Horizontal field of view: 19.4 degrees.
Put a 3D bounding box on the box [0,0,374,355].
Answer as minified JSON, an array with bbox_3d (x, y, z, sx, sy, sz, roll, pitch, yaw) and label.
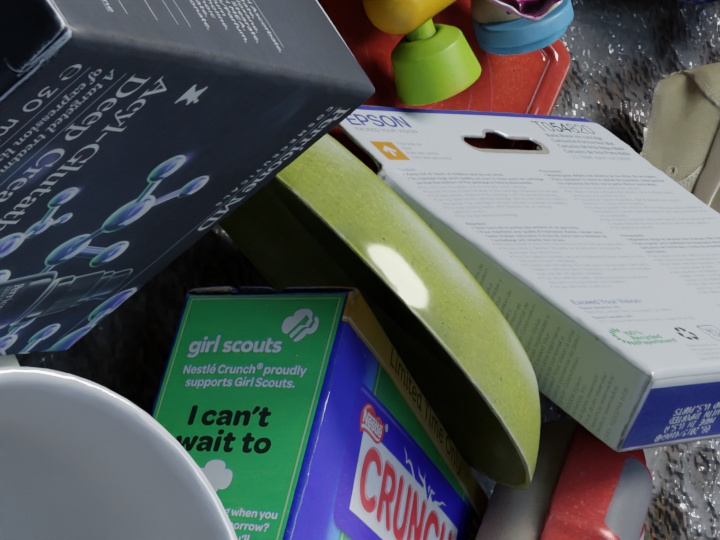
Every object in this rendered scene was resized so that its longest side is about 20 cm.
[{"bbox_3d":[-0.112,-0.055,0.616,0.108,0.148,0.200,56,19,12],"label":"box"}]

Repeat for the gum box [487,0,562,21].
[{"bbox_3d":[-0.007,-0.164,0.735,0.199,0.114,0.066,29,99,-16],"label":"gum box"}]

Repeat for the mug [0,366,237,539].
[{"bbox_3d":[-0.152,0.130,0.595,0.148,0.175,0.200,54,52,-16],"label":"mug"}]

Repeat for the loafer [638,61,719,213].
[{"bbox_3d":[0.148,-0.014,1.018,0.076,0.068,0.201,48,62,-49],"label":"loafer"}]

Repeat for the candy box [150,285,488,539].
[{"bbox_3d":[-0.025,0.133,0.751,0.169,0.076,0.202,56,40,-52],"label":"candy box"}]

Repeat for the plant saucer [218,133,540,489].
[{"bbox_3d":[0.000,0.000,0.779,0.031,0.200,0.200,-44,111,-10],"label":"plant saucer"}]

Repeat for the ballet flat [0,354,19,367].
[{"bbox_3d":[-0.127,0.074,0.715,0.068,0.068,0.201,-40,105,-42],"label":"ballet flat"}]

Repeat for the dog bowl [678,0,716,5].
[{"bbox_3d":[0.182,-0.240,1.065,0.200,0.078,0.202,-11,90,-68],"label":"dog bowl"}]

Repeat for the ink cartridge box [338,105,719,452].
[{"bbox_3d":[0.101,-0.001,0.874,0.198,0.041,0.200,-1,33,-46],"label":"ink cartridge box"}]

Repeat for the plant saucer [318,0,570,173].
[{"bbox_3d":[0.013,-0.091,0.931,0.200,0.037,0.201,46,50,-25],"label":"plant saucer"}]

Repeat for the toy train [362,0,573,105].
[{"bbox_3d":[0.016,-0.119,0.871,0.200,0.084,0.117,-39,122,-39],"label":"toy train"}]

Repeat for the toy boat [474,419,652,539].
[{"bbox_3d":[0.113,0.162,0.841,0.131,0.129,0.202,-63,156,-49],"label":"toy boat"}]
